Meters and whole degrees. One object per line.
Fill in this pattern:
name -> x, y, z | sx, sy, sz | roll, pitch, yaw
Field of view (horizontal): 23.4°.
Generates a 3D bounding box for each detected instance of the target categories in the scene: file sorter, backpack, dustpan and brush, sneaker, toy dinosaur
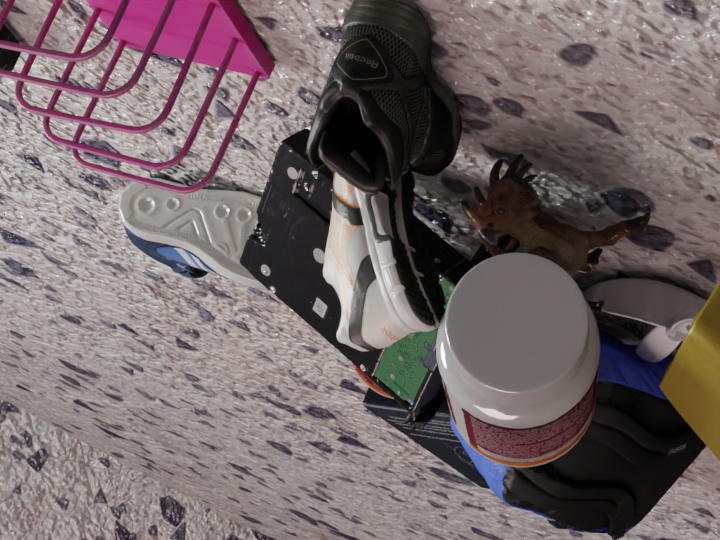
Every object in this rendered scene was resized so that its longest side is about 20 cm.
file sorter -> -0.174, -0.158, 1.222 | 0.138, 0.126, 0.200 | 15, 161, 25
backpack -> 0.170, 0.122, 1.464 | 0.199, 0.163, 0.168 | 16, -156, -45
dustpan and brush -> 0.245, 0.044, 1.370 | 0.138, 0.058, 0.200 | 23, 163, 2
sneaker -> -0.001, -0.033, 1.262 | 0.080, 0.202, 0.073 | -31, 142, 29
toy dinosaur -> 0.125, -0.022, 1.304 | 0.134, 0.087, 0.200 | 25, 167, -6
sneaker -> -0.129, -0.027, 1.646 | 0.198, 0.081, 0.147 | 18, 170, 7
sneaker -> 0.014, -0.093, 1.190 | 0.076, 0.115, 0.200 | 20, 165, 16

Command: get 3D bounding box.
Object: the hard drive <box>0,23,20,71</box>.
hard drive -> -0.376, -0.234, 1.412 | 0.138, 0.038, 0.200 | 16, 160, 25

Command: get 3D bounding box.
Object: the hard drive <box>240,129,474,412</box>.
hard drive -> 0.000, 0.000, 1.385 | 0.200, 0.038, 0.140 | 40, 134, 20

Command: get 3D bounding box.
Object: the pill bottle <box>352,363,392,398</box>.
pill bottle -> 0.038, 0.038, 1.542 | 0.109, 0.110, 0.200 | 20, 162, 10

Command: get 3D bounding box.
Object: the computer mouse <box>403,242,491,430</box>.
computer mouse -> 0.108, 0.042, 1.468 | 0.046, 0.140, 0.201 | 29, 124, 13

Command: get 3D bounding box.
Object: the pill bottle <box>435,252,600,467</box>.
pill bottle -> 0.112, 0.064, 1.226 | 0.113, 0.115, 0.200 | 20, 165, 12

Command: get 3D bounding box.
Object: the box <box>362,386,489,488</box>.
box -> 0.130, 0.135, 1.713 | 0.148, 0.108, 0.200 | 3, 152, 48

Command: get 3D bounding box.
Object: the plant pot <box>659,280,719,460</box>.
plant pot -> 0.307, 0.053, 1.123 | 0.175, 0.201, 0.200 | 31, 164, 11
